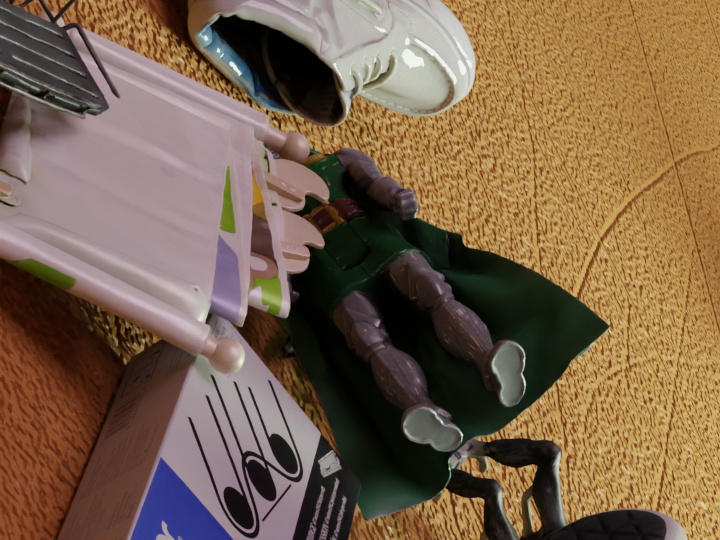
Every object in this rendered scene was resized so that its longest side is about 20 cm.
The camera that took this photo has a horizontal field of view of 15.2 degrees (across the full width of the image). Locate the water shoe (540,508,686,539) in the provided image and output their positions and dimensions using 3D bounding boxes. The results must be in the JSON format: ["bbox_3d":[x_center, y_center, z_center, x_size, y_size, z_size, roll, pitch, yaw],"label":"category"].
[{"bbox_3d":[0.065,0.177,0.982,0.200,0.071,0.079,-54,129,-26],"label":"water shoe"}]

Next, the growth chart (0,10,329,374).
[{"bbox_3d":[-0.079,-0.033,1.015,0.145,0.018,0.200,30,27,-11],"label":"growth chart"}]

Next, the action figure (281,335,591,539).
[{"bbox_3d":[0.045,0.051,1.141,0.200,0.102,0.119,58,33,0],"label":"action figure"}]

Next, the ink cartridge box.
[{"bbox_3d":[-0.054,0.101,0.924,0.094,0.044,0.200,51,22,-17],"label":"ink cartridge box"}]

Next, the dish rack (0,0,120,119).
[{"bbox_3d":[-0.154,-0.147,0.982,0.153,0.055,0.200,21,34,-58],"label":"dish rack"}]

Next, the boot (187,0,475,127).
[{"bbox_3d":[-0.016,-0.100,1.270,0.200,0.074,0.096,30,41,-39],"label":"boot"}]

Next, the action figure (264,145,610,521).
[{"bbox_3d":[0.000,0.000,1.085,0.200,0.118,0.055,49,-8,47],"label":"action figure"}]
